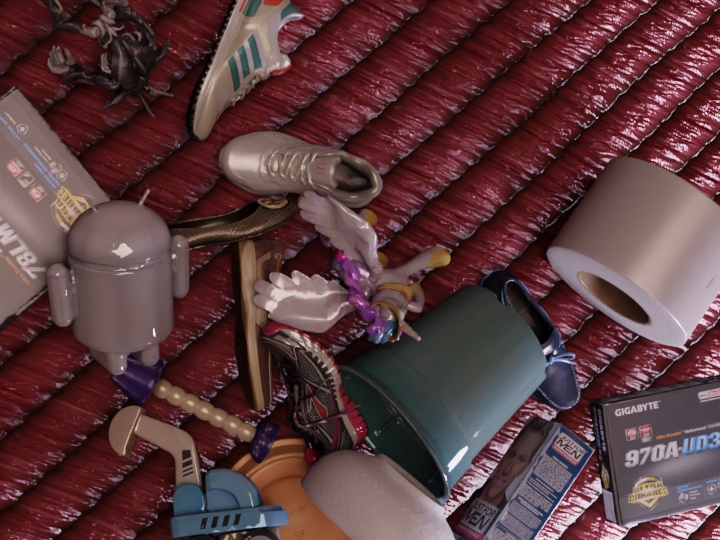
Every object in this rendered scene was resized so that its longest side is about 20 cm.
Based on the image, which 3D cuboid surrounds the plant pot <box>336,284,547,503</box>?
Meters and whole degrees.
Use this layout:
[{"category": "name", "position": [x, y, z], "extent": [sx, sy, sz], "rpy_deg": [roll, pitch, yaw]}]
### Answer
[{"category": "plant pot", "position": [0.101, 0.131, 1.485], "extent": [0.196, 0.200, 0.201], "rpy_deg": [-39, 101, -20]}]

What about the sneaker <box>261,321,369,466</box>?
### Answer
[{"category": "sneaker", "position": [-0.059, 0.142, 1.449], "extent": [0.075, 0.080, 0.201], "rpy_deg": [-41, 120, -23]}]

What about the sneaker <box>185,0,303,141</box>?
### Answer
[{"category": "sneaker", "position": [-0.131, -0.233, 1.466], "extent": [0.093, 0.070, 0.201], "rpy_deg": [23, 84, -14]}]

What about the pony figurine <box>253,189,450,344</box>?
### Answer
[{"category": "pony figurine", "position": [0.000, 0.000, 1.443], "extent": [0.192, 0.200, 0.167], "rpy_deg": [28, 117, 3]}]

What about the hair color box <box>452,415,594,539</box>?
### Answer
[{"category": "hair color box", "position": [0.191, 0.279, 1.550], "extent": [0.060, 0.100, 0.200], "rpy_deg": [38, 81, -12]}]

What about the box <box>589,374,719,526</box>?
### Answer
[{"category": "box", "position": [0.402, 0.230, 1.636], "extent": [0.199, 0.046, 0.160], "rpy_deg": [-9, 93, -15]}]

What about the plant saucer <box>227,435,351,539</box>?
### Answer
[{"category": "plant saucer", "position": [-0.082, 0.300, 1.509], "extent": [0.199, 0.032, 0.202], "rpy_deg": [0, 92, -15]}]

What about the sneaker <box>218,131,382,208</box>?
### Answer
[{"category": "sneaker", "position": [-0.063, -0.122, 1.472], "extent": [0.199, 0.099, 0.079], "rpy_deg": [7, 89, -16]}]

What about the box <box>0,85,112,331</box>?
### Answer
[{"category": "box", "position": [-0.396, -0.066, 1.407], "extent": [0.198, 0.050, 0.200], "rpy_deg": [-40, 101, -13]}]

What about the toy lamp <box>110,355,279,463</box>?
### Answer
[{"category": "toy lamp", "position": [-0.192, 0.156, 1.457], "extent": [0.199, 0.058, 0.058], "rpy_deg": [30, 83, -8]}]

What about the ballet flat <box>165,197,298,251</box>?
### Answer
[{"category": "ballet flat", "position": [-0.169, -0.054, 1.463], "extent": [0.199, 0.067, 0.047], "rpy_deg": [-16, 103, -9]}]

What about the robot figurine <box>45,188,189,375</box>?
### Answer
[{"category": "robot figurine", "position": [-0.261, 0.010, 1.379], "extent": [0.169, 0.113, 0.201], "rpy_deg": [-16, 119, -37]}]

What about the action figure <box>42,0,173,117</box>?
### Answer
[{"category": "action figure", "position": [-0.290, -0.262, 1.410], "extent": [0.119, 0.102, 0.200], "rpy_deg": [-47, 128, -19]}]

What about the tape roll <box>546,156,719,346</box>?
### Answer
[{"category": "tape roll", "position": [0.345, -0.022, 1.537], "extent": [0.202, 0.203, 0.139], "rpy_deg": [39, 81, -13]}]

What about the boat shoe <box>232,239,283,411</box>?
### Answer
[{"category": "boat shoe", "position": [-0.108, 0.062, 1.480], "extent": [0.071, 0.072, 0.202], "rpy_deg": [-4, 88, -17]}]

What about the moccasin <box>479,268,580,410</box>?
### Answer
[{"category": "moccasin", "position": [0.211, 0.093, 1.569], "extent": [0.080, 0.068, 0.200], "rpy_deg": [-39, 101, -12]}]

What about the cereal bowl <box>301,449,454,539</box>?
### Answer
[{"category": "cereal bowl", "position": [0.033, 0.267, 1.417], "extent": [0.200, 0.200, 0.083], "rpy_deg": [40, 89, -13]}]

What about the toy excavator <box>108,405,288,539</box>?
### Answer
[{"category": "toy excavator", "position": [-0.182, 0.248, 1.437], "extent": [0.193, 0.100, 0.201], "rpy_deg": [-6, 77, -1]}]
